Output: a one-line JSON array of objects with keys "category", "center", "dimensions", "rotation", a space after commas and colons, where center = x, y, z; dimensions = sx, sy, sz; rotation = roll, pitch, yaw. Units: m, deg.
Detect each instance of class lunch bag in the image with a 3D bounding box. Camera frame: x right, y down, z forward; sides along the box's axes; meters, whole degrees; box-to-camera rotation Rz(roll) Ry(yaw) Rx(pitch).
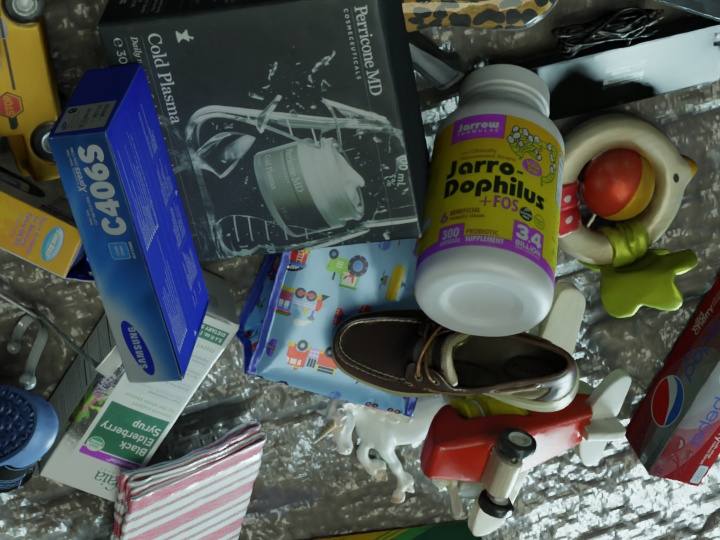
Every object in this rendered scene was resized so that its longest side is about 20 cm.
[{"category": "lunch bag", "center": [0.000, 0.000, 1.189], "dimensions": [0.150, 0.094, 0.201], "rotation": [16, 107, -17]}]

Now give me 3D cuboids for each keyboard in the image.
[{"category": "keyboard", "center": [0.210, -0.179, 1.170], "dimensions": [0.199, 0.040, 0.104], "rotation": [-14, 147, -7]}]

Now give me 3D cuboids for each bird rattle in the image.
[{"category": "bird rattle", "center": [0.197, -0.058, 1.218], "dimensions": [0.199, 0.113, 0.164], "rotation": [28, 99, -14]}]

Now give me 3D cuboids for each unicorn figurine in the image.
[{"category": "unicorn figurine", "center": [0.039, 0.146, 1.302], "dimensions": [0.199, 0.074, 0.138], "rotation": [-25, 125, -19]}]

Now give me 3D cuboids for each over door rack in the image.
[{"category": "over door rack", "center": [-0.279, 0.031, 1.067], "dimensions": [0.147, 0.199, 0.067], "rotation": [36, 74, -31]}]

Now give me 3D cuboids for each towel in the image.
[{"category": "towel", "center": [-0.162, 0.224, 1.264], "dimensions": [0.146, 0.030, 0.201], "rotation": [-20, 143, -37]}]

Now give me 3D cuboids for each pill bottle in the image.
[{"category": "pill bottle", "center": [0.102, -0.058, 1.095], "dimensions": [0.103, 0.201, 0.105], "rotation": [6, 148, 4]}]

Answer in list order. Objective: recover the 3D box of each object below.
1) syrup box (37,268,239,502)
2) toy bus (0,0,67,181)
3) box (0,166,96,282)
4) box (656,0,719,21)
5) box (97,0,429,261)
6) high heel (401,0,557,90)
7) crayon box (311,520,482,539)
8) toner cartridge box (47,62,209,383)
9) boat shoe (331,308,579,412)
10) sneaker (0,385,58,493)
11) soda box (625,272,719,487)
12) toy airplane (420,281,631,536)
[{"category": "syrup box", "center": [-0.189, 0.088, 1.191], "dimensions": [0.078, 0.082, 0.201], "rotation": [25, 110, -27]}, {"category": "toy bus", "center": [-0.258, -0.163, 1.026], "dimensions": [0.078, 0.065, 0.201], "rotation": [-10, 123, -8]}, {"category": "box", "center": [-0.259, -0.050, 1.004], "dimensions": [0.199, 0.119, 0.042], "rotation": [24, 95, -6]}, {"category": "box", "center": [0.291, -0.290, 1.085], "dimensions": [0.157, 0.051, 0.201], "rotation": [11, 106, -22]}, {"category": "box", "center": [-0.061, -0.126, 1.038], "dimensions": [0.195, 0.124, 0.201], "rotation": [-7, 124, 9]}, {"category": "high heel", "center": [0.076, -0.234, 1.065], "dimensions": [0.142, 0.072, 0.200], "rotation": [30, 119, -35]}, {"category": "crayon box", "center": [0.019, 0.320, 1.407], "dimensions": [0.198, 0.052, 0.127], "rotation": [-4, 122, -12]}, {"category": "toner cartridge box", "center": [-0.154, -0.030, 0.983], "dimensions": [0.043, 0.095, 0.201], "rotation": [-4, 124, 12]}, {"category": "boat shoe", "center": [0.071, 0.064, 1.113], "dimensions": [0.198, 0.073, 0.072], "rotation": [12, 165, 13]}, {"category": "sneaker", "center": [-0.288, 0.141, 1.163], "dimensions": [0.078, 0.071, 0.199], "rotation": [22, 155, -37]}, {"category": "soda box", "center": [0.328, 0.101, 1.343], "dimensions": [0.063, 0.070, 0.201], "rotation": [16, 116, -22]}, {"category": "toy airplane", "center": [0.134, 0.121, 1.229], "dimensions": [0.200, 0.141, 0.199], "rotation": [-49, 146, -9]}]
